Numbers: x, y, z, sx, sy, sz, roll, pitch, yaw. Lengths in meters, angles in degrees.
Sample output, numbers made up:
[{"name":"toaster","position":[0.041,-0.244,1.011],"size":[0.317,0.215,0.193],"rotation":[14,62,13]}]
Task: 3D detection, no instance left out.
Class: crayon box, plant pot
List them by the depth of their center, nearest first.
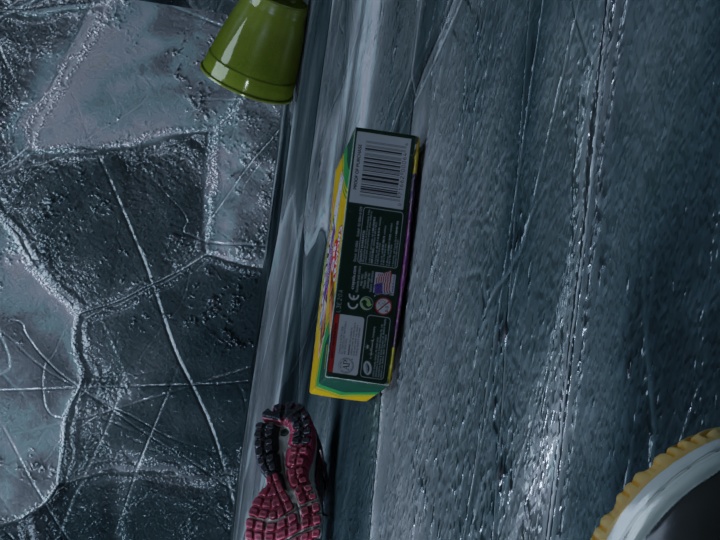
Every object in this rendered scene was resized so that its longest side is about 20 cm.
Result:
[{"name":"crayon box","position":[0.000,0.000,1.427],"size":[0.173,0.058,0.201],"rotation":[130,147,-79]},{"name":"plant pot","position":[-0.194,-0.461,3.447],"size":[0.201,0.200,0.194],"rotation":[-95,27,-66]}]

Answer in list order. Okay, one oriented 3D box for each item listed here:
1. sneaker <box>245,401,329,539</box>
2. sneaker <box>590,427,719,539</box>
[{"name":"sneaker","position":[-0.062,0.230,1.710],"size":[0.075,0.080,0.201],"rotation":[60,-153,-49]},{"name":"sneaker","position":[0.088,0.139,0.407],"size":[0.088,0.075,0.201],"rotation":[-140,54,-64]}]
